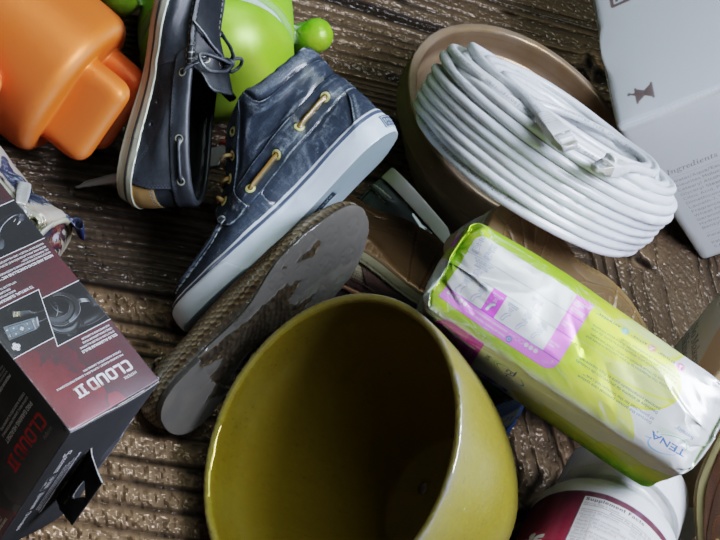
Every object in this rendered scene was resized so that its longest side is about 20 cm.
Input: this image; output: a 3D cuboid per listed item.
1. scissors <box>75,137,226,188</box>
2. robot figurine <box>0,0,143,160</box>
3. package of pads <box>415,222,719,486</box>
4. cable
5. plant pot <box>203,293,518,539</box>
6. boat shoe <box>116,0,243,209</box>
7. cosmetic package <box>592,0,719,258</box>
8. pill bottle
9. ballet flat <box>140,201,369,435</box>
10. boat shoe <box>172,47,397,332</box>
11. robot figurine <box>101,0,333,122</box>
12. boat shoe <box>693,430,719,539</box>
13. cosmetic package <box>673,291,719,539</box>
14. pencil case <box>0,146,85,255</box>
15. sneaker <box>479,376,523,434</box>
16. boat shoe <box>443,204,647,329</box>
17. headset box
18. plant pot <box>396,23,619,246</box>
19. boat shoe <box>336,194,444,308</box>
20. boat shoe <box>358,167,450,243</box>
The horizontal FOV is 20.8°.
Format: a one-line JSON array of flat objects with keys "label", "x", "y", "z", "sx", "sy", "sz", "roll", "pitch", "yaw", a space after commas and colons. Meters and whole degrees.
[{"label": "scissors", "x": -0.096, "y": -0.076, "z": 1.369, "sx": 0.199, "sy": 0.014, "sz": 0.073, "roll": -24, "pitch": 63, "yaw": -14}, {"label": "robot figurine", "x": -0.241, "y": -0.164, "z": 1.338, "sx": 0.200, "sy": 0.117, "sz": 0.144, "roll": 40, "pitch": 59, "yaw": 3}, {"label": "package of pads", "x": 0.130, "y": 0.056, "z": 1.237, "sx": 0.199, "sy": 0.155, "sz": 0.068, "roll": 33, "pitch": 82, "yaw": 4}, {"label": "cable", "x": 0.131, "y": -0.083, "z": 1.367, "sx": 0.199, "sy": 0.070, "sz": 0.200, "roll": 18, "pitch": 20, "yaw": -48}, {"label": "plant pot", "x": 0.021, "y": 0.133, "z": 1.237, "sx": 0.142, "sy": 0.199, "sz": 0.201, "roll": 30, "pitch": 38, "yaw": -45}, {"label": "boat shoe", "x": -0.112, "y": -0.136, "z": 1.332, "sx": 0.062, "sy": 0.202, "sz": 0.075, "roll": 13, "pitch": -1, "yaw": 17}, {"label": "cosmetic package", "x": 0.306, "y": -0.150, "z": 1.597, "sx": 0.200, "sy": 0.164, "sz": 0.166, "roll": 48, "pitch": 29, "yaw": -47}, {"label": "pill bottle", "x": 0.148, "y": 0.208, "z": 1.295, "sx": 0.109, "sy": 0.110, "sz": 0.200, "roll": 36, "pitch": 43, "yaw": -3}, {"label": "ballet flat", "x": -0.073, "y": 0.025, "z": 1.293, "sx": 0.200, "sy": 0.068, "sz": 0.046, "roll": -47, "pitch": 45, "yaw": -13}, {"label": "boat shoe", "x": -0.072, "y": -0.055, "z": 1.332, "sx": 0.091, "sy": 0.200, "sz": 0.071, "roll": 45, "pitch": 3, "yaw": 14}, {"label": "robot figurine", "x": -0.108, "y": -0.196, "z": 1.453, "sx": 0.174, "sy": 0.116, "sz": 0.201, "roll": 9, "pitch": 51, "yaw": -20}, {"label": "boat shoe", "x": 0.266, "y": 0.187, "z": 1.329, "sx": 0.071, "sy": 0.202, "sz": 0.067, "roll": 2, "pitch": 17, "yaw": -29}, {"label": "cosmetic package", "x": 0.261, "y": 0.085, "z": 1.394, "sx": 0.071, "sy": 0.201, "sz": 0.105, "roll": 29, "pitch": 28, "yaw": -9}, {"label": "pencil case", "x": -0.269, "y": -0.071, "z": 1.265, "sx": 0.200, "sy": 0.090, "sz": 0.078, "roll": 47, "pitch": 45, "yaw": 9}, {"label": "sneaker", "x": 0.027, "y": 0.063, "z": 1.350, "sx": 0.198, "sy": 0.089, "sz": 0.079, "roll": 14, "pitch": 48, "yaw": -20}, {"label": "boat shoe", "x": 0.135, "y": 0.031, "z": 1.378, "sx": 0.200, "sy": 0.069, "sz": 0.074, "roll": 47, "pitch": 53, "yaw": -24}, {"label": "headset box", "x": -0.216, "y": 0.058, "z": 1.151, "sx": 0.077, "sy": 0.149, "sz": 0.200, "roll": -28, "pitch": 74, "yaw": -43}, {"label": "plant pot", "x": 0.104, "y": -0.087, "z": 1.522, "sx": 0.199, "sy": 0.093, "sz": 0.202, "roll": 19, "pitch": 47, "yaw": -21}, {"label": "boat shoe", "x": 0.000, "y": 0.000, "z": 1.397, "sx": 0.199, "sy": 0.072, "sz": 0.072, "roll": 30, "pitch": 34, "yaw": 0}, {"label": "boat shoe", "x": 0.063, "y": 0.020, "z": 1.446, "sx": 0.062, "sy": 0.073, "sz": 0.201, "roll": -37, "pitch": 85, "yaw": -2}]
